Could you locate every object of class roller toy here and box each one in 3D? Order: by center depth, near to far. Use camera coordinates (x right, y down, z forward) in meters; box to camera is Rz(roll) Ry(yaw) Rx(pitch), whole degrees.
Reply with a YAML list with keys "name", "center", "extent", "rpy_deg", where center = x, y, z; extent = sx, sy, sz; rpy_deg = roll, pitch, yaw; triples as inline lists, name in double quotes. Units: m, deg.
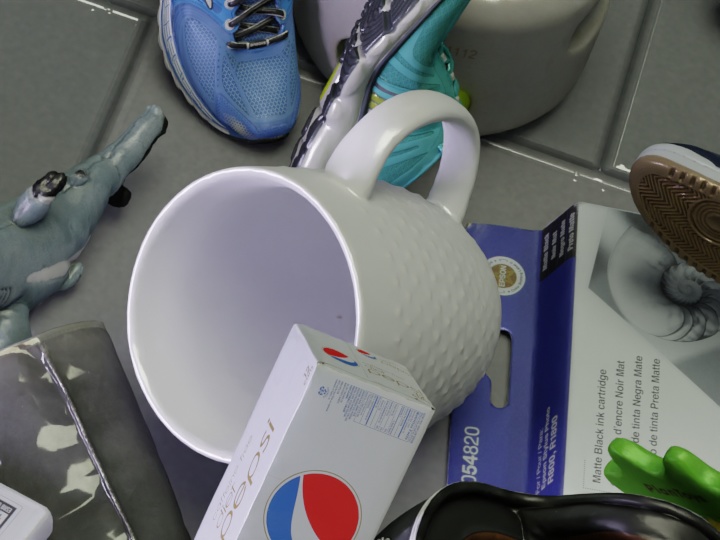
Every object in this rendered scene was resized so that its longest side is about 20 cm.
- name: "roller toy"
  center: [0.057, -0.186, 1.639]
  extent: [0.182, 0.140, 0.200]
  rpy_deg: [-15, 60, -22]

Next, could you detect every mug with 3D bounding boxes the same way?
- name: "mug"
  center: [0.000, 0.000, 1.458]
  extent: [0.147, 0.201, 0.175]
  rpy_deg: [33, 17, 30]

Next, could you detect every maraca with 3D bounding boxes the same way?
- name: "maraca"
  center: [0.202, 0.148, 1.430]
  extent: [0.200, 0.137, 0.107]
  rpy_deg: [43, 67, -26]

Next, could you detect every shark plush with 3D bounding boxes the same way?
- name: "shark plush"
  center: [-0.167, -0.018, 1.512]
  extent: [0.200, 0.083, 0.091]
  rpy_deg: [-29, 67, -27]

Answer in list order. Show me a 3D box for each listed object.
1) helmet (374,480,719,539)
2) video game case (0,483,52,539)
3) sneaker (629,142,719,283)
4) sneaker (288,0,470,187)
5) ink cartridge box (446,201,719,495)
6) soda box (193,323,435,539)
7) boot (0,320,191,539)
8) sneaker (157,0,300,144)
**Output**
- name: "helmet"
  center: [0.079, 0.200, 1.351]
  extent: [0.190, 0.200, 0.201]
  rpy_deg: [1, 54, 14]
- name: "video game case"
  center: [-0.282, 0.144, 1.389]
  extent: [0.199, 0.024, 0.182]
  rpy_deg: [25, 56, 20]
- name: "sneaker"
  center: [0.247, -0.035, 1.523]
  extent: [0.199, 0.070, 0.109]
  rpy_deg: [29, 57, 3]
- name: "sneaker"
  center: [0.024, -0.097, 1.545]
  extent: [0.079, 0.200, 0.078]
  rpy_deg: [22, 36, -8]
- name: "ink cartridge box"
  center: [0.152, 0.058, 1.557]
  extent: [0.199, 0.041, 0.200]
  rpy_deg: [9, 55, -6]
- name: "soda box"
  center: [-0.039, 0.132, 1.335]
  extent: [0.063, 0.201, 0.068]
  rpy_deg: [23, 10, -16]
- name: "boot"
  center: [-0.103, 0.114, 1.454]
  extent: [0.181, 0.073, 0.200]
  rpy_deg: [-14, 55, -20]
- name: "sneaker"
  center: [-0.072, -0.168, 1.595]
  extent: [0.078, 0.089, 0.201]
  rpy_deg: [-17, 99, -22]
